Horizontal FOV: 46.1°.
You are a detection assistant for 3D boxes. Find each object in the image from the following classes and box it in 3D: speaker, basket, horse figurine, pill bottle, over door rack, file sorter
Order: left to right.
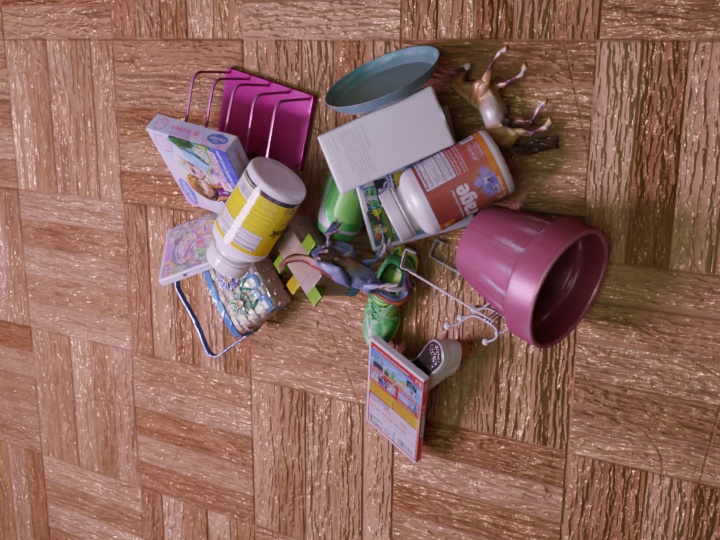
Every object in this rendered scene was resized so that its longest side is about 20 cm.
[{"bbox_3d":[-0.252,0.050,1.635,0.199,0.139,0.178,-31,86,23],"label":"basket"},{"bbox_3d":[-0.205,-0.273,1.535,0.198,0.125,0.141,22,112,23],"label":"file sorter"},{"bbox_3d":[-0.187,-0.086,1.461,0.111,0.111,0.201,44,118,13],"label":"pill bottle"},{"bbox_3d":[-0.012,-0.156,1.477,0.088,0.088,0.202,29,115,20],"label":"speaker"},{"bbox_3d":[0.134,-0.128,1.343,0.198,0.112,0.113,-28,88,5],"label":"pill bottle"},{"bbox_3d":[0.160,0.040,1.393,0.200,0.147,0.067,42,113,14],"label":"over door rack"},{"bbox_3d":[0.227,-0.256,1.332,0.132,0.050,0.201,-32,91,44],"label":"horse figurine"}]

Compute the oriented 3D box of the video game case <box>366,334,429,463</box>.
[{"bbox_3d":[0.063,0.231,1.512,0.143,0.017,0.202,36,137,39],"label":"video game case"}]

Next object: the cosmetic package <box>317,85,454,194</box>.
[{"bbox_3d":[0.039,-0.209,1.350,0.198,0.074,0.103,-22,101,3],"label":"cosmetic package"}]

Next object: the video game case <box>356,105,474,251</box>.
[{"bbox_3d":[0.081,-0.152,1.407,0.180,0.022,0.202,-15,101,3],"label":"video game case"}]

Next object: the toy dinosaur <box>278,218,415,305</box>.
[{"bbox_3d":[0.000,0.000,1.413,0.199,0.106,0.182,-13,131,39],"label":"toy dinosaur"}]

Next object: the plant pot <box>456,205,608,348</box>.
[{"bbox_3d":[0.254,-0.008,1.311,0.178,0.199,0.202,32,117,36],"label":"plant pot"}]

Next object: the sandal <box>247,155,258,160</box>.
[{"bbox_3d":[-0.241,-0.192,1.617,0.198,0.054,0.081,24,111,24],"label":"sandal"}]

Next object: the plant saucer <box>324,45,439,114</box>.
[{"bbox_3d":[0.037,-0.302,1.360,0.198,0.201,0.028,-7,123,31],"label":"plant saucer"}]

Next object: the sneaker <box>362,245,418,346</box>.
[{"bbox_3d":[0.039,0.051,1.501,0.074,0.083,0.202,26,114,21],"label":"sneaker"}]

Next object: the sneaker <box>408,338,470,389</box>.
[{"bbox_3d":[0.127,0.179,1.494,0.200,0.084,0.074,-45,57,52],"label":"sneaker"}]

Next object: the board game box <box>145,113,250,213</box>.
[{"bbox_3d":[-0.272,-0.179,1.543,0.198,0.041,0.201,19,149,31],"label":"board game box"}]

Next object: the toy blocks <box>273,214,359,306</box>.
[{"bbox_3d":[-0.071,-0.027,1.519,0.100,0.136,0.201,-51,58,28],"label":"toy blocks"}]

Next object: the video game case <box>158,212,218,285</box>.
[{"bbox_3d":[-0.290,-0.057,1.615,0.198,0.144,0.018,-19,134,16],"label":"video game case"}]
